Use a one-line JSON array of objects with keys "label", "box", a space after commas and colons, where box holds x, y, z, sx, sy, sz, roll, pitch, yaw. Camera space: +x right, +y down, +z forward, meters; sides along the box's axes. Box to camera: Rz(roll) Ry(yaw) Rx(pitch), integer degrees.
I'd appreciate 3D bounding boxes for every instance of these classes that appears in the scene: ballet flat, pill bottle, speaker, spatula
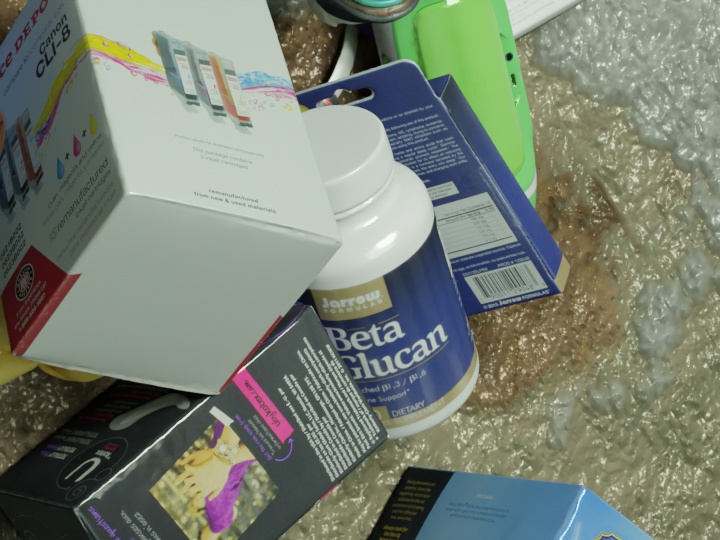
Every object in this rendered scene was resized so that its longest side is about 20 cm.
[{"label": "ballet flat", "box": [-0.012, -0.197, 1.555, 0.073, 0.200, 0.073, -14, 136, -15]}, {"label": "pill bottle", "box": [0.000, 0.000, 1.560, 0.111, 0.111, 0.200, -41, 132, -26]}, {"label": "speaker", "box": [0.059, -0.125, 1.632, 0.088, 0.088, 0.200, -27, 116, -30]}, {"label": "spatula", "box": [-0.016, -0.129, 1.636, 0.056, 0.021, 0.200, 38, 72, -32]}]

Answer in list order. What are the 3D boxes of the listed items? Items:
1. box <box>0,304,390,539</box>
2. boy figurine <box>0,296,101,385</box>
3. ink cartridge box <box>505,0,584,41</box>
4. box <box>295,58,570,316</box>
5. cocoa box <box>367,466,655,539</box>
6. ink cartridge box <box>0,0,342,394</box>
[{"label": "box", "box": [-0.103, 0.117, 1.522, 0.200, 0.122, 0.106, -40, 112, -26]}, {"label": "boy figurine", "box": [-0.223, 0.021, 1.480, 0.200, 0.064, 0.125, 28, 73, -27]}, {"label": "ink cartridge box", "box": [0.095, -0.266, 1.705, 0.160, 0.047, 0.200, -31, 91, -28]}, {"label": "box", "box": [0.036, -0.053, 1.598, 0.200, 0.121, 0.032, 55, 37, -30]}, {"label": "cocoa box", "box": [0.099, 0.217, 1.609, 0.133, 0.200, 0.131, 38, 70, -27]}, {"label": "ink cartridge box", "box": [-0.125, -0.058, 1.443, 0.144, 0.145, 0.200, 12, 43, -32]}]
